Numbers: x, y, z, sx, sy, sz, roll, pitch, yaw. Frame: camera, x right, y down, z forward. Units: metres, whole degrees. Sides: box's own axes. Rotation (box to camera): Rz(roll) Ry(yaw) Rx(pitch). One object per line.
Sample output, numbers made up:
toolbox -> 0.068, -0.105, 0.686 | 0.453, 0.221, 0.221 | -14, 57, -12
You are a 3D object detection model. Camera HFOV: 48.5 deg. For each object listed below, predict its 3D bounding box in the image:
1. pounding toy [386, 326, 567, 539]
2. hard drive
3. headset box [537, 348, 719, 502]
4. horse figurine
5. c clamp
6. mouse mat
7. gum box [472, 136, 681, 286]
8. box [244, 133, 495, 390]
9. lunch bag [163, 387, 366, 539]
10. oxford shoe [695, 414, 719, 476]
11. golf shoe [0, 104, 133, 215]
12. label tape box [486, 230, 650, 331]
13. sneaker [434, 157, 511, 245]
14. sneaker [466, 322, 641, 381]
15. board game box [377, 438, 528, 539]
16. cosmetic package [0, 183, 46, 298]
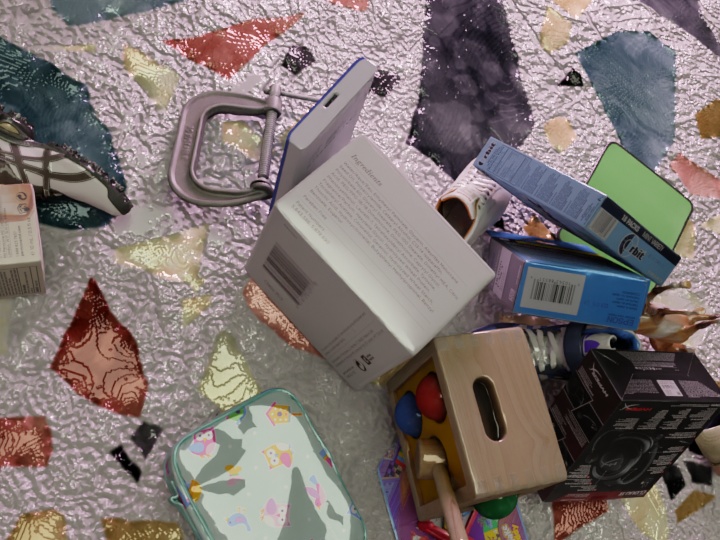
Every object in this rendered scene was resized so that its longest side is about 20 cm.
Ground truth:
pounding toy -> 0.102, 0.177, 0.802 | 0.142, 0.184, 0.200 | -5, 67, -19
hard drive -> -0.048, -0.130, 0.876 | 0.025, 0.200, 0.132 | 37, 65, 3
headset box -> 0.286, 0.183, 0.899 | 0.149, 0.200, 0.077 | 4, 41, -22
horse figurine -> 0.371, 0.059, 0.967 | 0.200, 0.132, 0.050 | 17, 65, -34
c clamp -> -0.131, -0.149, 0.926 | 0.171, 0.027, 0.200 | 12, 57, -3
mouse mat -> 0.370, -0.068, 1.106 | 0.161, 0.008, 0.200 | 37, 64, -5
gum box -> 0.248, -0.070, 0.930 | 0.170, 0.200, 0.045 | 27, 100, -39
box -> 0.000, 0.000, 0.850 | 0.200, 0.199, 0.131 | 47, 66, 2
lunch bag -> -0.103, 0.230, 0.810 | 0.160, 0.077, 0.200 | -27, 83, -23
oxford shoe -> 0.513, 0.179, 1.041 | 0.200, 0.071, 0.074 | -36, 84, -25
golf shoe -> -0.341, -0.099, 0.847 | 0.200, 0.078, 0.095 | 31, 83, -5
label tape box -> 0.230, 0.007, 0.948 | 0.144, 0.200, 0.063 | 9, 101, -5
sneaker -> 0.140, -0.085, 0.984 | 0.073, 0.085, 0.200 | 27, 64, 12
sneaker -> 0.224, 0.088, 0.928 | 0.200, 0.146, 0.081 | 6, 71, -17
board game box -> 0.113, 0.265, 0.891 | 0.158, 0.039, 0.200 | -11, 77, -22
cosmetic package -> -0.415, -0.019, 0.771 | 0.200, 0.103, 0.087 | -7, 74, -23
